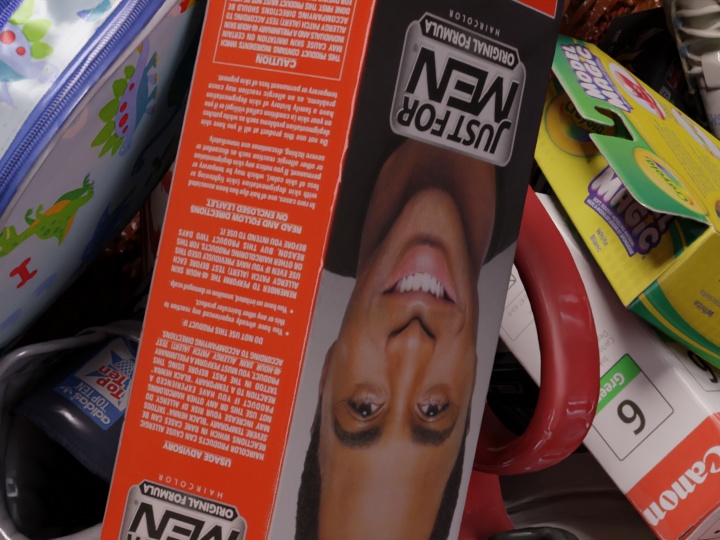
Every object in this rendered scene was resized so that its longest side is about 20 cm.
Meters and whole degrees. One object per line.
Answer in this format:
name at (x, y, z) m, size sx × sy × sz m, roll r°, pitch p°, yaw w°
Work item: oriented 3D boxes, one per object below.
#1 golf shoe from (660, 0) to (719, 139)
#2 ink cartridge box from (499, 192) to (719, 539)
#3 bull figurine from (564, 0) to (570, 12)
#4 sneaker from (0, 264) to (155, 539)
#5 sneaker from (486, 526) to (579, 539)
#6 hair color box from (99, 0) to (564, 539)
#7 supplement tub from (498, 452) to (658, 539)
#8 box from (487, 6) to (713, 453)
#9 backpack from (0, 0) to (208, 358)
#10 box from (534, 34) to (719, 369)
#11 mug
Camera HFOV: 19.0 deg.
golf shoe at (0.166, -0.108, 0.928) m, size 0.200 × 0.078 × 0.098 m, roll 31°, pitch 72°, yaw -36°
ink cartridge box at (0.131, 0.062, 0.806) m, size 0.200 × 0.050 × 0.109 m, roll 52°, pitch 21°, yaw 22°
bull figurine at (0.053, -0.107, 0.864) m, size 0.065 × 0.122 × 0.201 m, roll 13°, pitch 58°, yaw -2°
sneaker at (-0.048, 0.012, 0.666) m, size 0.201 × 0.070 × 0.108 m, roll -59°, pitch 166°, yaw 3°
sneaker at (0.019, 0.166, 0.719) m, size 0.200 × 0.074 × 0.085 m, roll -51°, pitch 138°, yaw -24°
hair color box at (-0.005, -0.007, 0.613) m, size 0.101 × 0.061 × 0.201 m, roll 10°, pitch 91°, yaw -55°
supplement tub at (0.094, 0.186, 0.828) m, size 0.144 × 0.144 × 0.201 m, roll 39°, pitch 40°, yaw -34°
box at (0.139, 0.007, 0.975) m, size 0.158 × 0.048 × 0.201 m, roll 44°, pitch 60°, yaw -31°
backpack at (-0.133, -0.059, 0.627) m, size 0.147 × 0.183 × 0.200 m, roll 38°, pitch 61°, yaw 8°
box at (0.136, -0.007, 0.809) m, size 0.200 × 0.048 × 0.118 m, roll 34°, pitch 21°, yaw -39°
mug at (0.000, 0.001, 0.776) m, size 0.133 × 0.176 × 0.201 m, roll 11°, pitch 72°, yaw -76°
